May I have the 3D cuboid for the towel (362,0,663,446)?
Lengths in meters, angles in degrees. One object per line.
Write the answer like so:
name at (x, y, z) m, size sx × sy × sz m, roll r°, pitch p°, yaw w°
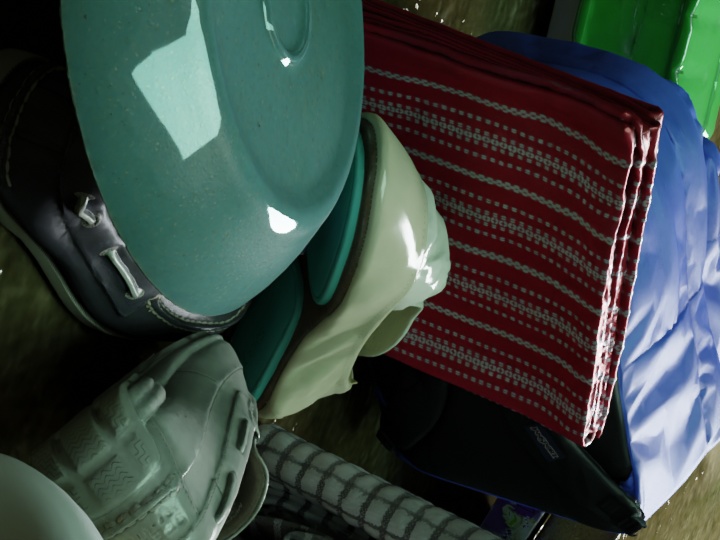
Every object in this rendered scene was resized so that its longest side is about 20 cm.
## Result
towel at (0.042, -0.017, 0.881) m, size 0.022 × 0.144 × 0.200 m, roll -53°, pitch 158°, yaw -36°

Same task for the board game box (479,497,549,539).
board game box at (0.089, 0.123, 1.165) m, size 0.120 × 0.032 × 0.200 m, roll -42°, pitch 165°, yaw -41°

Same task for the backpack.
backpack at (0.084, -0.012, 1.017) m, size 0.168 × 0.162 × 0.200 m, roll -46°, pitch 134°, yaw -41°

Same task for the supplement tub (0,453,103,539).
supplement tub at (-0.125, 0.165, 0.716) m, size 0.146 × 0.145 × 0.200 m, roll -58°, pitch 150°, yaw -29°

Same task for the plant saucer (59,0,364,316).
plant saucer at (-0.038, -0.086, 0.716) m, size 0.200 × 0.036 × 0.200 m, roll -2°, pitch 90°, yaw -71°

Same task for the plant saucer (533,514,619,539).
plant saucer at (0.114, 0.148, 1.197) m, size 0.200 × 0.035 × 0.200 m, roll -53°, pitch 171°, yaw -12°

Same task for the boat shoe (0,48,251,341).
boat shoe at (-0.075, -0.015, 0.802) m, size 0.073 × 0.063 × 0.200 m, roll -67°, pitch 154°, yaw -13°

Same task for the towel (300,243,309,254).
towel at (-0.051, -0.110, 0.771) m, size 0.145 × 0.024 × 0.200 m, roll 10°, pitch 78°, yaw -69°

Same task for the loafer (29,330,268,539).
loafer at (-0.068, 0.069, 0.799) m, size 0.070 × 0.070 × 0.200 m, roll -37°, pitch -178°, yaw 10°

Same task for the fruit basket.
fruit basket at (0.162, -0.141, 1.200) m, size 0.200 × 0.094 × 0.186 m, roll -27°, pitch 131°, yaw -76°

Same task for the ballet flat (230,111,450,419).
ballet flat at (0.000, 0.000, 0.874) m, size 0.070 × 0.069 × 0.200 m, roll -56°, pitch 180°, yaw -32°

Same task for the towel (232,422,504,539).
towel at (0.035, 0.158, 1.012) m, size 0.086 × 0.165 × 0.200 m, roll -63°, pitch 153°, yaw -7°
